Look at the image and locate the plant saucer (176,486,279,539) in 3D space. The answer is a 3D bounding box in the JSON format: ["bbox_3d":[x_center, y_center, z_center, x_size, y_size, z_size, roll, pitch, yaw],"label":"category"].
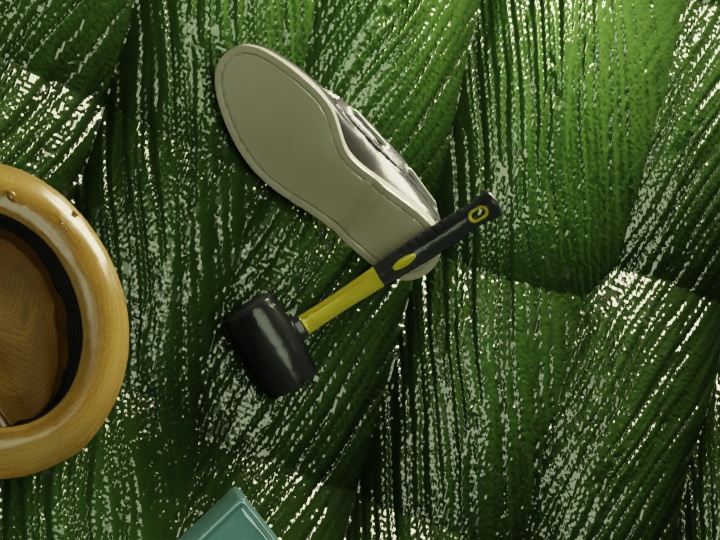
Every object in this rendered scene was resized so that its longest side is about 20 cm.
[{"bbox_3d":[-0.042,0.239,1.695,0.070,0.019,0.200,-42,101,-25],"label":"plant saucer"}]

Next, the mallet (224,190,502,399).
[{"bbox_3d":[0.000,0.000,1.708,0.200,0.041,0.066,-40,98,-2],"label":"mallet"}]

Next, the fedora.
[{"bbox_3d":[-0.241,0.035,1.599,0.199,0.082,0.202,6,74,-22],"label":"fedora"}]

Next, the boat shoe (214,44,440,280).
[{"bbox_3d":[-0.020,-0.078,1.750,0.200,0.073,0.063,45,23,-7],"label":"boat shoe"}]
